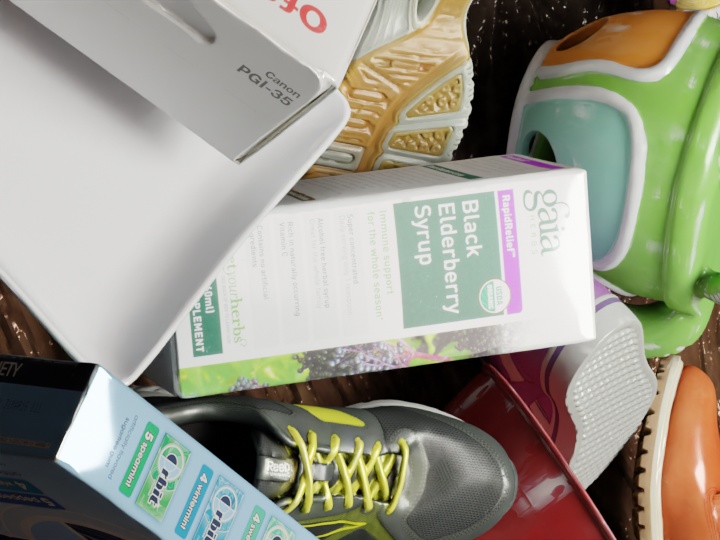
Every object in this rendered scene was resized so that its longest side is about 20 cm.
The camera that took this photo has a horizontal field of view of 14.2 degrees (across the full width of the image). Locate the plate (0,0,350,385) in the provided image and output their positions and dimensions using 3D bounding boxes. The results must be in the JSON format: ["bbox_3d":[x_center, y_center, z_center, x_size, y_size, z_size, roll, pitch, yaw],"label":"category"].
[{"bbox_3d":[-0.123,-0.075,1.193,0.200,0.032,0.200,46,49,-10],"label":"plate"}]

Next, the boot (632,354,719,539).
[{"bbox_3d":[0.194,0.143,1.523,0.075,0.107,0.201,29,58,-82],"label":"boot"}]

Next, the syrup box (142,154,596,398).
[{"bbox_3d":[0.000,0.000,1.289,0.199,0.081,0.079,-7,99,-17],"label":"syrup box"}]

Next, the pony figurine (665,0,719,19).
[{"bbox_3d":[0.239,-0.128,1.573,0.193,0.166,0.201,-42,128,-21],"label":"pony figurine"}]

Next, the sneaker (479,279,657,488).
[{"bbox_3d":[0.087,0.037,1.459,0.073,0.114,0.201,-43,157,-18],"label":"sneaker"}]

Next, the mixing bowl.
[{"bbox_3d":[0.067,0.156,1.381,0.108,0.200,0.201,-30,120,-4],"label":"mixing bowl"}]

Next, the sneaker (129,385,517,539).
[{"bbox_3d":[-0.025,0.093,1.260,0.199,0.085,0.075,4,89,-11],"label":"sneaker"}]

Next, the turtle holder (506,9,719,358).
[{"bbox_3d":[0.146,-0.049,1.473,0.186,0.131,0.141,85,25,-54],"label":"turtle holder"}]

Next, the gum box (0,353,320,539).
[{"bbox_3d":[-0.109,0.097,1.168,0.200,0.169,0.045,42,63,-42],"label":"gum box"}]

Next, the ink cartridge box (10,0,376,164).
[{"bbox_3d":[-0.056,-0.168,1.212,0.146,0.083,0.201,36,50,-17],"label":"ink cartridge box"}]

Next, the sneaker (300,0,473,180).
[{"bbox_3d":[0.012,-0.116,1.366,0.075,0.088,0.201,12,106,-27],"label":"sneaker"}]
